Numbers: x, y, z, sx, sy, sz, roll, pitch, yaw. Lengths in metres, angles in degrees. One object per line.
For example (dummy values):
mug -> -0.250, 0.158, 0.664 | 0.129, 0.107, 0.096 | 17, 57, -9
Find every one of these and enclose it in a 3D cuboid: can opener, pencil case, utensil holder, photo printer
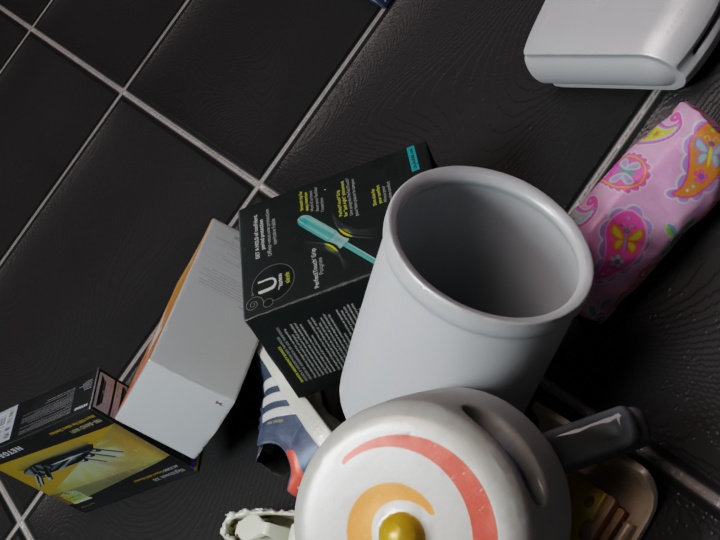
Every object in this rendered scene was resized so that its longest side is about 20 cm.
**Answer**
can opener -> 0.131, 0.160, 1.044 | 0.199, 0.052, 0.067 | -29, 72, 24
pencil case -> 0.233, -0.045, 1.141 | 0.200, 0.087, 0.088 | -48, 36, 9
utensil holder -> 0.079, 0.046, 1.103 | 0.171, 0.167, 0.201 | -97, 17, -44
photo printer -> 0.265, -0.251, 1.281 | 0.199, 0.069, 0.168 | 13, 71, 52

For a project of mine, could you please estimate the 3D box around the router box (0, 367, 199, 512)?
router box -> -0.294, 0.189, 1.476 | 0.199, 0.157, 0.053 | -24, 45, 35

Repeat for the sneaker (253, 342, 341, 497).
sneaker -> -0.077, 0.147, 1.337 | 0.085, 0.075, 0.200 | -48, 35, 7

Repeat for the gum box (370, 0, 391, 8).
gum box -> 0.042, -0.441, 1.710 | 0.201, 0.044, 0.170 | -52, 36, 3

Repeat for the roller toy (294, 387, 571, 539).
roller toy -> 0.049, 0.180, 0.975 | 0.197, 0.139, 0.185 | 4, 93, 24

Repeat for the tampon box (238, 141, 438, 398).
tampon box -> 0.000, 0.000, 1.279 | 0.198, 0.127, 0.151 | -19, 44, 12

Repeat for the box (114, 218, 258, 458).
box -> -0.162, 0.070, 1.410 | 0.125, 0.097, 0.201 | -53, 13, 47

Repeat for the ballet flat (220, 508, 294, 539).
ballet flat -> -0.058, 0.250, 1.239 | 0.198, 0.072, 0.073 | -5, 57, 45

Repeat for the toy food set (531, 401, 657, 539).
toy food set -> 0.129, 0.214, 1.062 | 0.201, 0.060, 0.143 | -57, 36, -4
